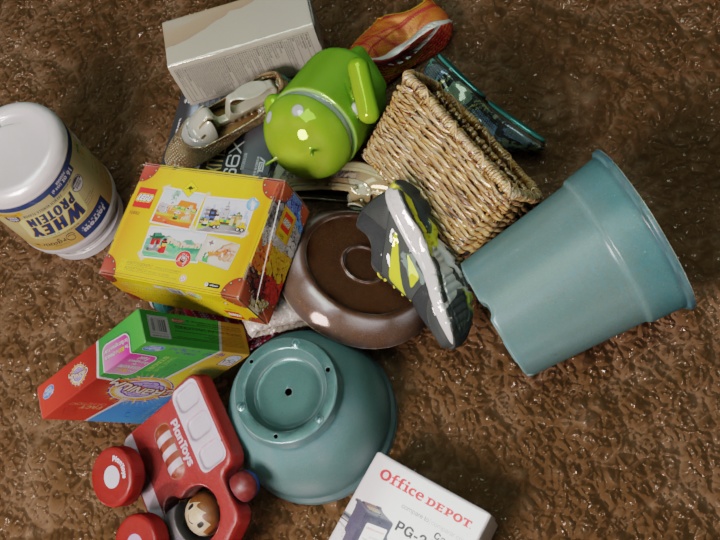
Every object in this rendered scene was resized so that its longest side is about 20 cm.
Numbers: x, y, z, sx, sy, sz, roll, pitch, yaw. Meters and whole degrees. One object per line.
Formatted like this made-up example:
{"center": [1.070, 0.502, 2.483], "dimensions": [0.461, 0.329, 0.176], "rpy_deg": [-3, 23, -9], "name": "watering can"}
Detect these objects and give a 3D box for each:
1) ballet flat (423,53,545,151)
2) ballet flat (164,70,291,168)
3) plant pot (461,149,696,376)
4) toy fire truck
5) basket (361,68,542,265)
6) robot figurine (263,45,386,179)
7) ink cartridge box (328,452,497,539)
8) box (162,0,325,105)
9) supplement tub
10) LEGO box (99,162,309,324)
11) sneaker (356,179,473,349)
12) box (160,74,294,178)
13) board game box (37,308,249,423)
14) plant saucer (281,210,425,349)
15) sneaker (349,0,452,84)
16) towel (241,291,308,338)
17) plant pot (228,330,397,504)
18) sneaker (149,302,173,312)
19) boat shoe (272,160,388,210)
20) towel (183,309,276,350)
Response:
{"center": [0.150, -0.196, 1.230], "dimensions": [0.074, 0.074, 0.200], "rpy_deg": [-41, 63, -6], "name": "ballet flat"}
{"center": [-0.176, -0.202, 1.247], "dimensions": [0.199, 0.065, 0.071], "rpy_deg": [-33, 67, -2], "name": "ballet flat"}
{"center": [0.229, 0.006, 1.057], "dimensions": [0.195, 0.200, 0.201], "rpy_deg": [-32, 64, 8], "name": "plant pot"}
{"center": [-0.192, 0.239, 1.064], "dimensions": [0.168, 0.112, 0.201], "rpy_deg": [-41, 62, 23], "name": "toy fire truck"}
{"center": [0.127, -0.137, 1.129], "dimensions": [0.142, 0.149, 0.200], "rpy_deg": [-28, 71, -37], "name": "basket"}
{"center": [-0.042, -0.192, 1.170], "dimensions": [0.174, 0.116, 0.201], "rpy_deg": [-10, 35, 40], "name": "robot figurine"}
{"center": [0.037, 0.318, 1.021], "dimensions": [0.144, 0.084, 0.201], "rpy_deg": [25, 75, 21], "name": "ink cartridge box"}
{"center": [-0.151, -0.299, 1.269], "dimensions": [0.198, 0.095, 0.078], "rpy_deg": [-14, 64, 4], "name": "box"}
{"center": [-0.406, -0.109, 1.244], "dimensions": [0.143, 0.200, 0.146], "rpy_deg": [-5, 66, 12], "name": "supplement tub"}
{"center": [-0.181, -0.034, 1.111], "dimensions": [0.198, 0.077, 0.150], "rpy_deg": [10, 69, 26], "name": "LEGO box"}
{"center": [0.062, -0.001, 1.100], "dimensions": [0.084, 0.074, 0.202], "rpy_deg": [-26, 82, 34], "name": "sneaker"}
{"center": [-0.175, -0.192, 1.306], "dimensions": [0.156, 0.050, 0.202], "rpy_deg": [7, 69, 15], "name": "box"}
{"center": [-0.248, 0.115, 1.097], "dimensions": [0.199, 0.152, 0.041], "rpy_deg": [-34, 60, 31], "name": "board game box"}
{"center": [0.000, 0.000, 1.137], "dimensions": [0.198, 0.032, 0.202], "rpy_deg": [12, 51, -14], "name": "plant saucer"}
{"center": [0.028, -0.299, 1.298], "dimensions": [0.199, 0.073, 0.077], "rpy_deg": [-28, 60, -11], "name": "sneaker"}
{"center": [-0.061, 0.005, 1.161], "dimensions": [0.198, 0.035, 0.133], "rpy_deg": [-12, 57, -21], "name": "towel"}
{"center": [-0.068, 0.153, 1.089], "dimensions": [0.198, 0.134, 0.202], "rpy_deg": [-5, 66, 12], "name": "plant pot"}
{"center": [-0.185, -0.018, 1.206], "dimensions": [0.200, 0.078, 0.080], "rpy_deg": [-43, 71, -5], "name": "sneaker"}
{"center": [-0.021, -0.104, 1.225], "dimensions": [0.198, 0.073, 0.063], "rpy_deg": [15, 79, 24], "name": "boat shoe"}
{"center": [-0.133, 0.018, 1.224], "dimensions": [0.199, 0.023, 0.145], "rpy_deg": [-34, 63, -1], "name": "towel"}
